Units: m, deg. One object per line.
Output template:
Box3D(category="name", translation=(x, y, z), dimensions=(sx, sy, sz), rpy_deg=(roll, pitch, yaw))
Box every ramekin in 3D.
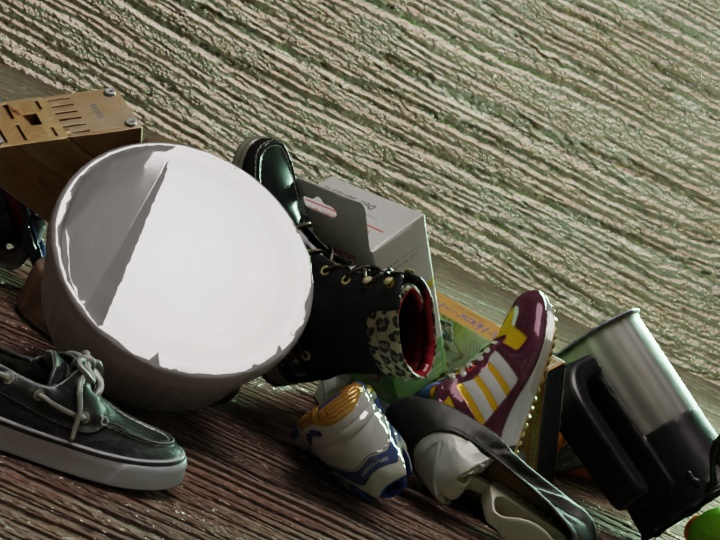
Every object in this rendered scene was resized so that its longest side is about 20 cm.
Box3D(category="ramekin", translation=(-0.144, 0.012, 1.457), dimensions=(0.202, 0.203, 0.094), rpy_deg=(23, -37, -13))

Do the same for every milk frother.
Box3D(category="milk frother", translation=(0.285, 0.118, 1.791), dimensions=(0.188, 0.200, 0.180), rpy_deg=(57, 12, 12))

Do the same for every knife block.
Box3D(category="knife block", translation=(-0.247, -0.063, 1.676), dimensions=(0.200, 0.176, 0.064), rpy_deg=(-10, 42, -27))

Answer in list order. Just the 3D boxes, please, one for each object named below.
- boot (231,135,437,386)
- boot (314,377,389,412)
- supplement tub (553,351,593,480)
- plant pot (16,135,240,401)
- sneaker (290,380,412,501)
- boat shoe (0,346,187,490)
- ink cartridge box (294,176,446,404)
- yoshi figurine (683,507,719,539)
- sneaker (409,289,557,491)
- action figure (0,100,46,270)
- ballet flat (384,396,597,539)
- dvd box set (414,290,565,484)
Box3D(category="boot", translation=(-0.020, -0.007, 1.535), dimensions=(0.154, 0.204, 0.073), rpy_deg=(0, 13, 37))
Box3D(category="boot", translation=(0.009, 0.093, 1.731), dimensions=(0.073, 0.096, 0.200), rpy_deg=(23, 7, -15))
Box3D(category="supplement tub", translation=(0.234, 0.150, 1.992), dimensions=(0.122, 0.123, 0.200), rpy_deg=(30, 8, 42))
Box3D(category="plant pot", translation=(-0.160, -0.012, 1.616), dimensions=(0.200, 0.175, 0.200), rpy_deg=(23, 7, -3))
Box3D(category="sneaker", translation=(-0.003, 0.140, 1.511), dimensions=(0.088, 0.075, 0.200), rpy_deg=(55, 1, 4))
Box3D(category="boat shoe", translation=(-0.189, 0.080, 1.222), dimensions=(0.199, 0.068, 0.074), rpy_deg=(22, 7, -23))
Box3D(category="ink cartridge box", translation=(0.000, 0.000, 1.634), dimensions=(0.067, 0.200, 0.117), rpy_deg=(-34, 41, -32))
Box3D(category="yoshi figurine", translation=(0.336, 0.239, 1.776), dimensions=(0.112, 0.113, 0.200), rpy_deg=(9, 8, 4))
Box3D(category="sneaker", translation=(0.099, 0.095, 1.642), dimensions=(0.090, 0.200, 0.075), rpy_deg=(22, -25, -6))
Box3D(category="action figure", translation=(-0.343, -0.076, 1.683), dimensions=(0.104, 0.200, 0.193), rpy_deg=(-20, -14, 14))
Box3D(category="ballet flat", translation=(0.100, 0.168, 1.548), dimensions=(0.200, 0.068, 0.068), rpy_deg=(33, 22, 6))
Box3D(category="dvd box set", translation=(0.097, 0.105, 1.789), dimensions=(0.029, 0.147, 0.200), rpy_deg=(-26, 40, -37))
